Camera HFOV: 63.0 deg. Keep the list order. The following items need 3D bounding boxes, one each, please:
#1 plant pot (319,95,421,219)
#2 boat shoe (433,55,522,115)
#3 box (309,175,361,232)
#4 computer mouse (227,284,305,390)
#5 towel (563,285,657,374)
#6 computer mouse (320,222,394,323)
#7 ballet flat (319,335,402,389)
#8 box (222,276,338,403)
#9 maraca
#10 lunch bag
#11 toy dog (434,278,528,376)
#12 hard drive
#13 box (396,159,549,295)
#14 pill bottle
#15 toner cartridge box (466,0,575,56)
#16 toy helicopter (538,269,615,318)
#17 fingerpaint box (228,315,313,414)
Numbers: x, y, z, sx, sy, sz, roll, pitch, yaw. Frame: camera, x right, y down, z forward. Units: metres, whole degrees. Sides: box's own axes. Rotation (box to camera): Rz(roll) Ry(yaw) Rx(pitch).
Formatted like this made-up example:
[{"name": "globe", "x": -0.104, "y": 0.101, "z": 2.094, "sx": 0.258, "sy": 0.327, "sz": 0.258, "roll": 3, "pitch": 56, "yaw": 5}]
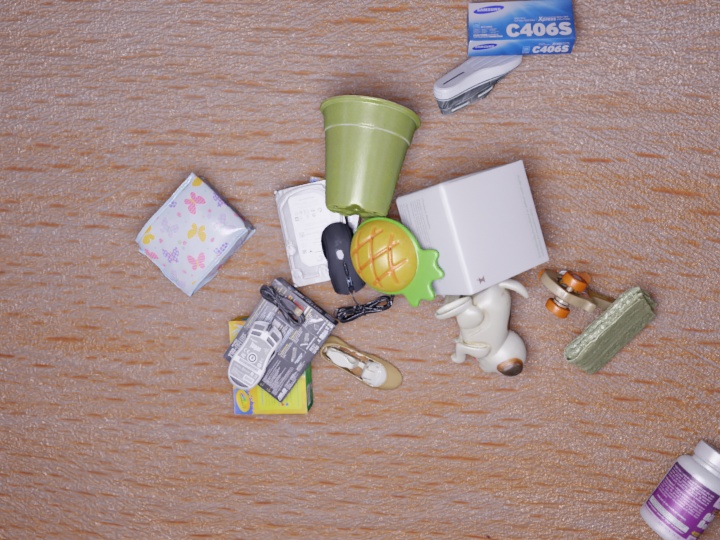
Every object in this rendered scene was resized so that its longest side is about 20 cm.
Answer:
[{"name": "plant pot", "x": 0.006, "y": -0.202, "z": 1.119, "sx": 0.196, "sy": 0.200, "sz": 0.194, "roll": 8, "pitch": 87, "yaw": 5}, {"name": "boat shoe", "x": 0.229, "y": -0.372, "z": 1.156, "sx": 0.197, "sy": 0.072, "sz": 0.072, "roll": -27, "pitch": 138, "yaw": -7}, {"name": "box", "x": -0.062, "y": -0.088, "z": 1.240, "sx": 0.116, "sy": 0.041, "sz": 0.204, "roll": 10, "pitch": 96, "yaw": 5}, {"name": "computer mouse", "x": -0.196, "y": 0.139, "z": 1.162, "sx": 0.109, "sy": 0.044, "sz": 0.202, "roll": 31, "pitch": 91, "yaw": -1}, {"name": "towel", "x": 0.496, "y": 0.120, "z": 1.161, "sx": 0.201, "sy": 0.147, "sz": 0.037, "roll": -50, "pitch": 47, "yaw": 13}, {"name": "computer mouse", "x": 0.000, "y": 0.000, "z": 1.169, "sx": 0.137, "sy": 0.046, "sz": 0.204, "roll": -10, "pitch": 98, "yaw": -3}, {"name": "ballet flat", "x": -0.004, "y": 0.208, "z": 1.259, "sx": 0.197, "sy": 0.063, "sz": 0.070, "roll": 25, "pitch": 100, "yaw": 3}, {"name": "box", "x": -0.164, "y": 0.142, "z": 1.204, "sx": 0.157, "sy": 0.050, "sz": 0.202, "roll": 35, "pitch": 97, "yaw": 2}, {"name": "maraca", "x": 0.063, "y": -0.017, "z": 1.093, "sx": 0.198, "sy": 0.106, "sz": 0.139, "roll": 31, "pitch": 117, "yaw": 23}, {"name": "lunch bag", "x": -0.349, "y": -0.073, "z": 1.234, "sx": 0.169, "sy": 0.127, "sz": 0.200, "roll": 43, "pitch": 90, "yaw": -3}, {"name": "toy dog", "x": 0.263, "y": 0.117, "z": 1.187, "sx": 0.191, "sy": 0.140, "sz": 0.202, "roll": -25, "pitch": 106, "yaw": 13}, {"name": "hard drive", "x": -0.091, "y": -0.078, "z": 1.207, "sx": 0.137, "sy": 0.038, "sz": 0.204, "roll": -10, "pitch": 97, "yaw": 8}, {"name": "box", "x": 0.208, "y": -0.077, "z": 1.109, "sx": 0.197, "sy": 0.171, "sz": 0.203, "roll": -19, "pitch": 96, "yaw": -23}, {"name": "pill bottle", "x": 0.669, "y": 0.449, "z": 1.188, "sx": 0.111, "sy": 0.112, "sz": 0.202, "roll": 31, "pitch": 100, "yaw": 2}, {"name": "toner cartridge box", "x": 0.305, "y": -0.464, "z": 1.127, "sx": 0.195, "sy": 0.043, "sz": 0.097, "roll": 0, "pitch": 67, "yaw": 6}, {"name": "toy helicopter", "x": 0.440, "y": 0.046, "z": 1.173, "sx": 0.197, "sy": 0.133, "sz": 0.080, "roll": 19, "pitch": 113, "yaw": -20}, {"name": "fingerpaint box", "x": -0.192, "y": 0.202, "z": 1.275, "sx": 0.163, "sy": 0.073, "sz": 0.205, "roll": -3, "pitch": 95, "yaw": 6}]
